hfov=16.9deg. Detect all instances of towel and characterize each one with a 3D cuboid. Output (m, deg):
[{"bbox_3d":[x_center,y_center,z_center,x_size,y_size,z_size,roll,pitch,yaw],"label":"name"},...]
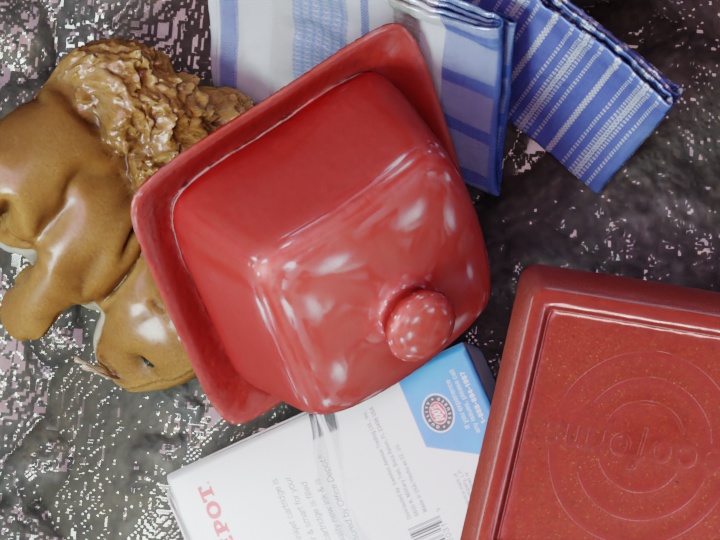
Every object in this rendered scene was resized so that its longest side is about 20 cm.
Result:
[{"bbox_3d":[0.083,-0.131,1.407,0.200,0.145,0.024,38,66,1],"label":"towel"},{"bbox_3d":[-0.004,-0.126,1.429,0.199,0.147,0.024,22,51,17],"label":"towel"}]

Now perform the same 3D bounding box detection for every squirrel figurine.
[{"bbox_3d":[-0.136,-0.030,1.453,0.187,0.142,0.200,44,98,2],"label":"squirrel figurine"}]

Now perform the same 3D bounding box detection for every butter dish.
[{"bbox_3d":[0.000,0.000,1.361,0.200,0.200,0.148,-33,42,-14],"label":"butter dish"}]

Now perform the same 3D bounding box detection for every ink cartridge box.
[{"bbox_3d":[0.005,0.149,1.445,0.199,0.084,0.147,-24,84,8],"label":"ink cartridge box"}]

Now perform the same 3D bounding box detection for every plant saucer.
[{"bbox_3d":[0.157,0.101,1.341,0.199,0.037,0.201,9,79,23],"label":"plant saucer"}]
